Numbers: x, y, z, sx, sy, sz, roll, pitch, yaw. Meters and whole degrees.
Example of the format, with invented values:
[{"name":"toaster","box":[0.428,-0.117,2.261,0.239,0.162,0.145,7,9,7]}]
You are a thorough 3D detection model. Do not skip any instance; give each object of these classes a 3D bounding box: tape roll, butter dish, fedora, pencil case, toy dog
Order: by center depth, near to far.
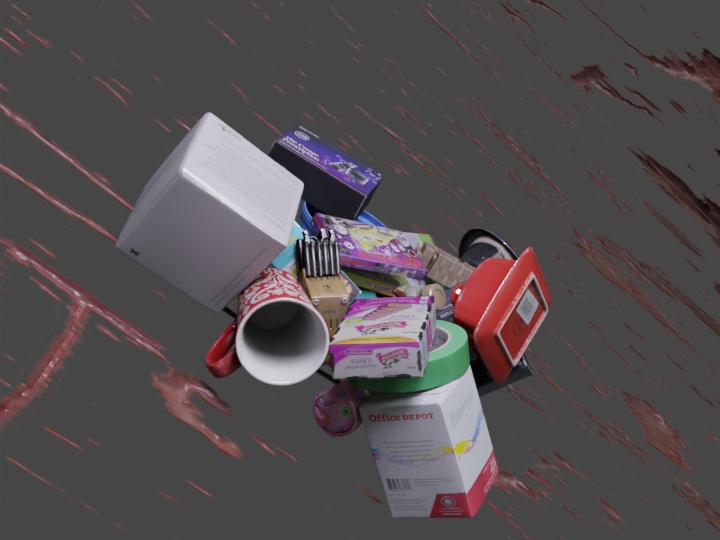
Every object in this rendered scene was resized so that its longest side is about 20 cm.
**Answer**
[{"name":"tape roll","box":[0.073,0.133,1.496,0.200,0.200,0.048,-36,122,-57]},{"name":"pencil case","box":[0.002,0.197,1.543,0.087,0.087,0.200,52,35,4]},{"name":"butter dish","box":[0.225,0.064,1.645,0.148,0.200,0.200,23,-20,35]},{"name":"toy dog","box":[0.089,0.106,1.645,0.096,0.132,0.200,15,51,-44]},{"name":"fedora","box":[0.250,0.012,1.966,0.092,0.201,0.201,-32,83,-30]}]

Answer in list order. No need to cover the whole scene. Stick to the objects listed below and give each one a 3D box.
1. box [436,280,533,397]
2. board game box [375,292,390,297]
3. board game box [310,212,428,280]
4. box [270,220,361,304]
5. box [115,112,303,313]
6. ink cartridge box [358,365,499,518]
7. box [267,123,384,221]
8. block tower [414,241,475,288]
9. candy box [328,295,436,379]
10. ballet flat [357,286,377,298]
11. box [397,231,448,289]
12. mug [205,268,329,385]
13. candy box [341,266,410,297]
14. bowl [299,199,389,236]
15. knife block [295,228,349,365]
[{"name":"box","box":[0.216,0.128,1.772,0.200,0.148,0.107,68,9,19]},{"name":"board game box","box":[0.071,0.128,1.749,0.135,0.028,0.200,27,39,-32]},{"name":"board game box","box":[0.016,-0.042,1.679,0.200,0.032,0.120,10,39,-37]},{"name":"box","box":[-0.096,-0.006,1.623,0.200,0.082,0.049,46,-7,-2]},{"name":"box","box":[-0.229,-0.087,1.450,0.200,0.199,0.171,36,35,-19]},{"name":"ink cartridge box","box":[0.112,0.268,1.485,0.145,0.145,0.200,-39,117,-56]},{"name":"box","box":[-0.071,-0.184,1.789,0.200,0.079,0.141,31,24,2]},{"name":"block tower","box":[0.196,0.011,1.868,0.200,0.054,0.058,27,15,-6]},{"name":"candy box","box":[0.039,0.099,1.433,0.200,0.136,0.061,-62,147,-69]},{"name":"ballet flat","box":[0.002,0.077,1.677,0.070,0.065,0.200,7,20,-11]},{"name":"box","box":[0.101,-0.012,1.920,0.200,0.036,0.144,2,56,-48]},{"name":"mug","box":[-0.149,0.075,1.416,0.177,0.134,0.200,-4,18,-9]},{"name":"candy box","box":[0.000,0.000,1.738,0.200,0.026,0.102,18,20,-24]},{"name":"bowl","box":[-0.024,-0.073,1.773,0.201,0.039,0.201,24,24,-12]},{"name":"knife block","box":[-0.070,0.036,1.563,0.064,0.200,0.176,-2,32,-13]}]
